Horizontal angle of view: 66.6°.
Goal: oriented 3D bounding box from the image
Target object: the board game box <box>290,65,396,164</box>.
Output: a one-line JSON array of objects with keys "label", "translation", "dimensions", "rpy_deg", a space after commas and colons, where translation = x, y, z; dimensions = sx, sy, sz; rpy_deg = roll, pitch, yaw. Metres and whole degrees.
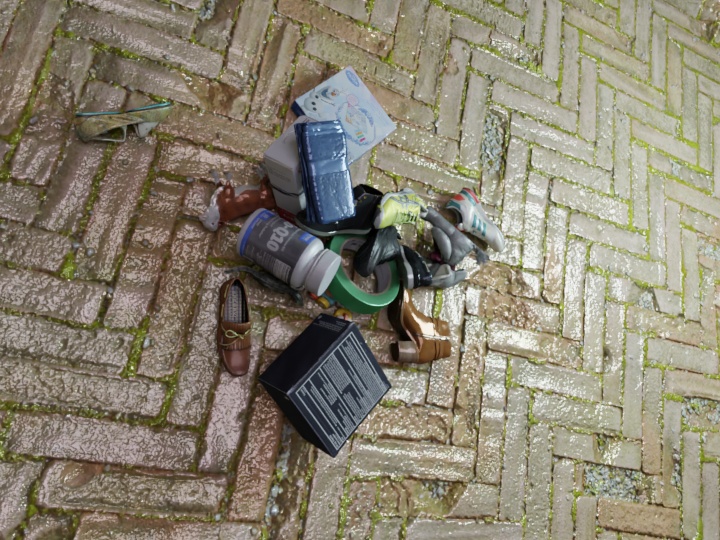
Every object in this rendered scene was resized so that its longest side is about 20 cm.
[{"label": "board game box", "translation": [-0.039, -0.383, 1.376], "dimensions": [0.199, 0.043, 0.200], "rpy_deg": [-41, 96, -27]}]

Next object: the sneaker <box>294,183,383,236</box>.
[{"label": "sneaker", "translation": [-0.046, -0.138, 1.184], "dimensions": [0.199, 0.107, 0.075], "rpy_deg": [-5, 42, -39]}]

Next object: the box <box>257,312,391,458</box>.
[{"label": "box", "translation": [-0.070, 0.232, 1.132], "dimensions": [0.198, 0.123, 0.201], "rpy_deg": [-45, 123, -28]}]

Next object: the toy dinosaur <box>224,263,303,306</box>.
[{"label": "toy dinosaur", "translation": [-0.204, 0.015, 1.177], "dimensions": [0.199, 0.088, 0.048], "rpy_deg": [25, 106, -30]}]

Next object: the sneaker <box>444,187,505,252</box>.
[{"label": "sneaker", "translation": [0.302, -0.118, 1.468], "dimensions": [0.093, 0.070, 0.200], "rpy_deg": [-36, 96, -10]}]

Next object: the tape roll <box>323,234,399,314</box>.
[{"label": "tape roll", "translation": [0.000, 0.000, 1.260], "dimensions": [0.199, 0.048, 0.202], "rpy_deg": [23, 49, -30]}]

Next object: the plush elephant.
[{"label": "plush elephant", "translation": [0.203, -0.029, 1.356], "dimensions": [0.155, 0.164, 0.200], "rpy_deg": [-50, 61, 8]}]

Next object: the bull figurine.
[{"label": "bull figurine", "translation": [-0.268, -0.162, 1.192], "dimensions": [0.199, 0.065, 0.122], "rpy_deg": [-20, 119, -35]}]

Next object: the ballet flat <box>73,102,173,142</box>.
[{"label": "ballet flat", "translation": [-0.485, -0.305, 1.141], "dimensions": [0.199, 0.071, 0.071], "rpy_deg": [-18, 85, -28]}]

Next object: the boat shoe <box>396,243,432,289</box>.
[{"label": "boat shoe", "translation": [0.122, -0.009, 1.285], "dimensions": [0.060, 0.200, 0.076], "rpy_deg": [-2, 117, -5]}]

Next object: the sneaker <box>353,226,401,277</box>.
[{"label": "sneaker", "translation": [0.049, -0.048, 1.248], "dimensions": [0.091, 0.076, 0.201], "rpy_deg": [43, 43, -16]}]

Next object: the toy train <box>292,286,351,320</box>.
[{"label": "toy train", "translation": [-0.085, 0.100, 1.229], "dimensions": [0.149, 0.056, 0.202], "rpy_deg": [-7, 81, -27]}]

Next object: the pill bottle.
[{"label": "pill bottle", "translation": [-0.148, -0.036, 1.143], "dimensions": [0.199, 0.114, 0.114], "rpy_deg": [29, 65, 8]}]

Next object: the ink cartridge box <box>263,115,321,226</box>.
[{"label": "ink cartridge box", "translation": [-0.122, -0.211, 1.202], "dimensions": [0.083, 0.201, 0.145], "rpy_deg": [27, 62, 22]}]

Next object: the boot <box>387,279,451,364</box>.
[{"label": "boot", "translation": [0.147, 0.123, 1.327], "dimensions": [0.153, 0.074, 0.202], "rpy_deg": [1, 88, -24]}]

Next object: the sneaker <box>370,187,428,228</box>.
[{"label": "sneaker", "translation": [0.093, -0.137, 1.240], "dimensions": [0.076, 0.076, 0.200], "rpy_deg": [34, 36, 16]}]

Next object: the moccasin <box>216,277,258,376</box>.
[{"label": "moccasin", "translation": [-0.254, 0.116, 1.132], "dimensions": [0.073, 0.078, 0.203], "rpy_deg": [7, 75, -23]}]

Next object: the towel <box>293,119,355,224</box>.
[{"label": "towel", "translation": [-0.069, -0.198, 1.102], "dimensions": [0.111, 0.048, 0.202], "rpy_deg": [-15, 101, -37]}]
